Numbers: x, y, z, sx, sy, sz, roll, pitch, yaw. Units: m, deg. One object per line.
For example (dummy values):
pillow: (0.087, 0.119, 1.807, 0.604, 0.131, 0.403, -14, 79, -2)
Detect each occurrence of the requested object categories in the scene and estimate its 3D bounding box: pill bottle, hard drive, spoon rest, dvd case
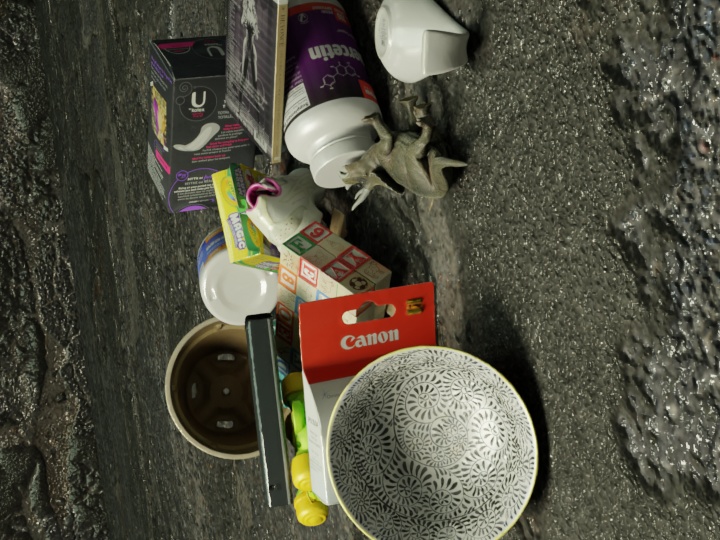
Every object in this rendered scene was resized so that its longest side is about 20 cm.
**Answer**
pill bottle: (-0.043, -0.199, 1.165, 0.113, 0.111, 0.202, -53, 52, 57)
hard drive: (-0.105, 0.150, 1.177, 0.140, 0.032, 0.203, 179, 84, -84)
pill bottle: (-0.176, -0.004, 1.488, 0.200, 0.111, 0.113, -125, 32, -71)
spoon rest: (0.060, -0.225, 1.019, 0.200, 0.060, 0.101, -123, 33, -66)
dvd case: (-0.116, -0.241, 1.151, 0.149, 0.016, 0.202, 50, 144, 47)

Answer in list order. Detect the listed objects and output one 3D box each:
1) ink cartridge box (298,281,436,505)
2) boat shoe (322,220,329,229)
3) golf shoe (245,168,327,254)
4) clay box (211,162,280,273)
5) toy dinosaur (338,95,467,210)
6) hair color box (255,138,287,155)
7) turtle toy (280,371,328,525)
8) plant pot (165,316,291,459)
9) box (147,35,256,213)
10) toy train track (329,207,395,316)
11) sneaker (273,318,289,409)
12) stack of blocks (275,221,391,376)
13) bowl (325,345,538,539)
ink cartridge box: (0.022, 0.124, 1.071, 0.047, 0.158, 0.203, -162, 66, -64)
boat shoe: (-0.055, 0.032, 1.326, 0.074, 0.062, 0.203, 177, 86, -67)
golf shoe: (-0.091, -0.091, 1.270, 0.075, 0.091, 0.200, -47, 18, 17)
clay box: (-0.128, -0.062, 1.327, 0.200, 0.047, 0.116, 15, -120, -70)
toy dinosaur: (0.058, -0.112, 1.046, 0.199, 0.077, 0.103, 15, 130, 49)
hair color box: (-0.101, -0.226, 1.341, 0.200, 0.060, 0.100, 152, 107, -65)
turtle toy: (-0.032, 0.182, 1.166, 0.201, 0.100, 0.147, 91, 171, -48)
plant pot: (-0.191, 0.175, 1.540, 0.183, 0.198, 0.203, 145, 114, -74)
box: (-0.206, -0.191, 1.362, 0.106, 0.121, 0.202, 56, 146, 42)
toy train track: (0.000, 0.000, 1.231, 0.200, 0.032, 0.116, 40, 127, 45)
sneaker: (-0.087, 0.161, 1.414, 0.078, 0.079, 0.202, -47, 56, 59)
stack of blocks: (-0.037, 0.059, 1.200, 0.115, 0.058, 0.201, 34, 138, 25)
bowl: (0.071, 0.164, 1.008, 0.094, 0.198, 0.203, -35, -61, -79)
